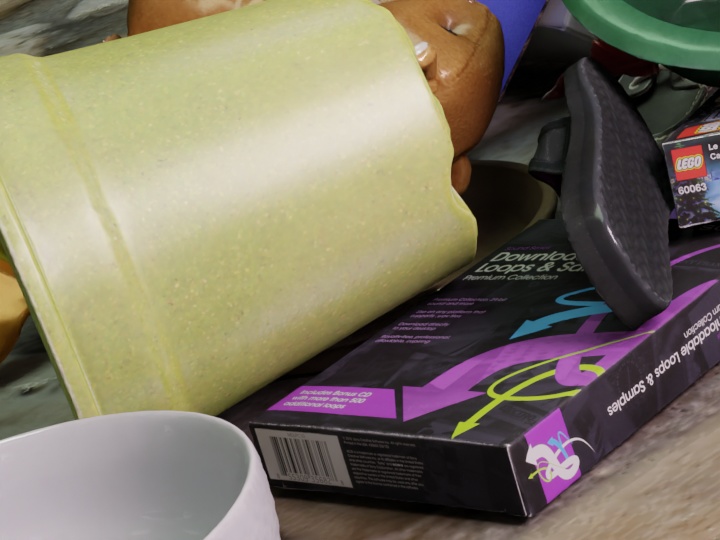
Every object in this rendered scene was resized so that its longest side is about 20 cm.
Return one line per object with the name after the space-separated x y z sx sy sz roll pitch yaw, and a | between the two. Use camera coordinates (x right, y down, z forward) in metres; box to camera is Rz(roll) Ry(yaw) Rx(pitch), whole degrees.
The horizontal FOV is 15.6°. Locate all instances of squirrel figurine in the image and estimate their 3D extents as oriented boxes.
-0.032 -0.086 1.263 0.186 0.142 0.200 26 55 32 | squirrel figurine

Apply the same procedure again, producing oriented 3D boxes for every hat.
0.171 -0.092 1.204 0.165 0.177 0.201 -7 43 2 | hat

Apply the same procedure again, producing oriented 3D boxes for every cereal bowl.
-0.116 0.130 0.901 0.199 0.084 0.200 -16 19 5 | cereal bowl

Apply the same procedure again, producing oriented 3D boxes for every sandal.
0.094 -0.033 1.080 0.048 0.076 0.201 -30 14 18 | sandal

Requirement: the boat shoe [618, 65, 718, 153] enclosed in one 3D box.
0.164 -0.106 1.339 0.067 0.057 0.200 -9 21 26 | boat shoe

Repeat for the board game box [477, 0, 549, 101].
0.028 -0.211 1.443 0.096 0.160 0.200 14 22 -34 | board game box

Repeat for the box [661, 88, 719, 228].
0.216 -0.066 1.146 0.136 0.038 0.200 -10 9 18 | box

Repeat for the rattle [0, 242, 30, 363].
-0.157 0.003 1.380 0.129 0.144 0.200 14 3 -2 | rattle

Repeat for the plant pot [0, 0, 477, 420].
-0.058 -0.029 1.097 0.183 0.201 0.200 -23 19 -7 | plant pot

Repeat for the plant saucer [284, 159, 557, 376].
0.000 0.000 1.241 0.199 0.030 0.200 -16 18 5 | plant saucer

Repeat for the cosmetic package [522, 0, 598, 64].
0.099 -0.178 1.490 0.085 0.108 0.200 19 -2 -34 | cosmetic package

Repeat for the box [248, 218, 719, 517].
0.071 0.033 1.072 0.142 0.036 0.200 1 25 44 | box

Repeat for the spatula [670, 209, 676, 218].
0.165 -0.020 1.154 0.056 0.021 0.200 -21 19 -22 | spatula
